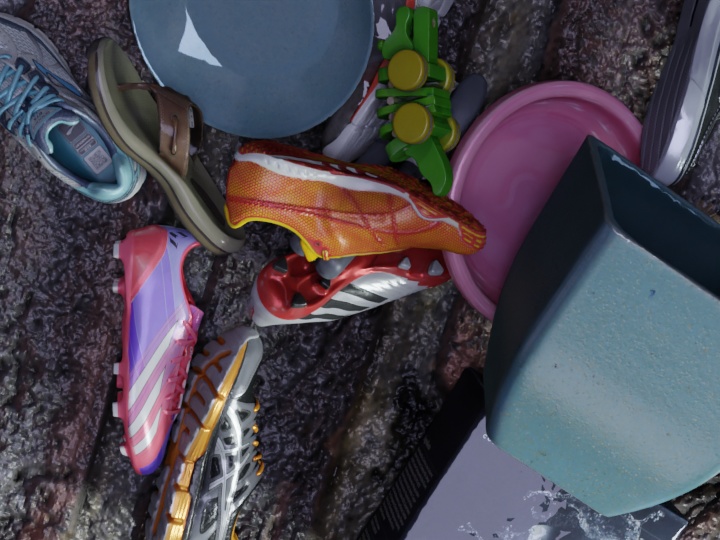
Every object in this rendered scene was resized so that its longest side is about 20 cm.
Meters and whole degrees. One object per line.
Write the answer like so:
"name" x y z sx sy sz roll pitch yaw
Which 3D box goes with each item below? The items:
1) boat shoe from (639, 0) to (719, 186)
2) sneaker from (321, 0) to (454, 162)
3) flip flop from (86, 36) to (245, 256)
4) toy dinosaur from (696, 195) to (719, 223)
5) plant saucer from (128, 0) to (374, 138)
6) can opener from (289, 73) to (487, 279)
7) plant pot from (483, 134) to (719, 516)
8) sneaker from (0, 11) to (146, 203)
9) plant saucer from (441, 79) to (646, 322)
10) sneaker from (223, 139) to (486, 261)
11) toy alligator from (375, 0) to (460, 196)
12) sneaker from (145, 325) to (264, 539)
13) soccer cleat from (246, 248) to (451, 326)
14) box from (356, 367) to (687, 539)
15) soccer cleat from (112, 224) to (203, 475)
"boat shoe" 0.278 -0.152 1.471 0.070 0.072 0.201 24 77 -14
"sneaker" 0.010 -0.182 1.475 0.082 0.077 0.201 29 96 17
"flip flop" -0.142 -0.100 1.452 0.057 0.081 0.201 -28 108 21
"toy dinosaur" 0.295 -0.020 1.509 0.199 0.101 0.058 -33 67 -2
"plant saucer" -0.080 -0.203 1.444 0.199 0.039 0.203 7 114 16
"can opener" 0.026 -0.081 1.447 0.053 0.067 0.200 42 66 -2
"plant pot" 0.192 0.058 1.383 0.196 0.196 0.200 33 110 -11
"sneaker" -0.243 -0.128 1.439 0.200 0.086 0.078 39 95 -10
"plant saucer" 0.144 -0.051 1.485 0.199 0.051 0.202 -6 103 -25
"sneaker" -0.004 -0.040 1.393 0.198 0.073 0.078 14 106 -6
"toy alligator" 0.035 -0.152 1.407 0.054 0.059 0.202 -9 83 27
"sneaker" -0.112 0.141 1.513 0.077 0.078 0.202 14 102 -21
"soccer cleat" 0.000 0.000 1.499 0.199 0.085 0.069 -18 80 -25
"box" 0.122 0.221 1.522 0.196 0.117 0.201 31 95 -10
"soccer cleat" -0.158 0.064 1.494 0.076 0.067 0.202 -1 97 -3
